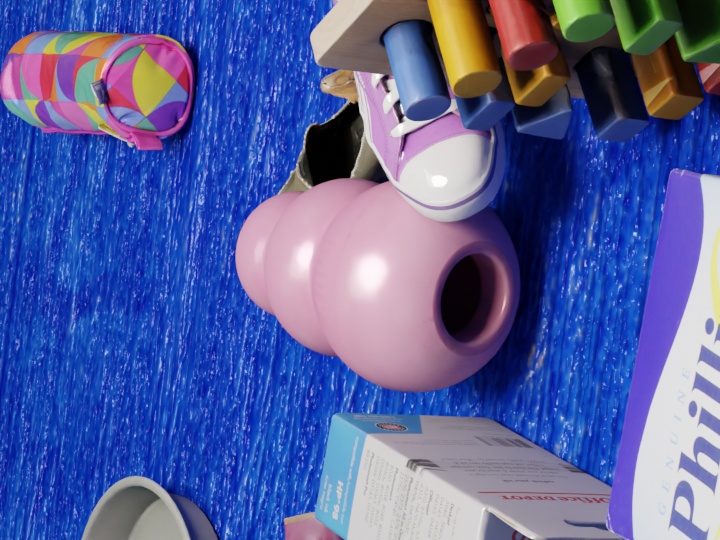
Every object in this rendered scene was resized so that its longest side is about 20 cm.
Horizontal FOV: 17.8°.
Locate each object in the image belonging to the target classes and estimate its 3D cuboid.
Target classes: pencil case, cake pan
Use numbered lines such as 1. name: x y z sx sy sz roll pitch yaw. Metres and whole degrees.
1. pencil case: -0.202 -0.140 1.752 0.200 0.088 0.089 14 98 59
2. cake pan: -0.150 0.249 1.662 0.200 0.037 0.202 -11 77 57

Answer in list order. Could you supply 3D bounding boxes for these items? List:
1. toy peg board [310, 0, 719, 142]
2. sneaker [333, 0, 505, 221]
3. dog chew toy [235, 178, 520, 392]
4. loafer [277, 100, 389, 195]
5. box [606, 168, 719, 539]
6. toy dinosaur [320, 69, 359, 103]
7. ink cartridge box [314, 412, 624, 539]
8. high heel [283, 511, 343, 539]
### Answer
1. toy peg board: 0.114 -0.119 1.150 0.199 0.199 0.098 -43 52 46
2. sneaker: 0.015 -0.126 1.278 0.072 0.114 0.201 -26 59 9
3. dog chew toy: 0.000 0.000 1.367 0.199 0.124 0.125 14 98 48
4. loafer: -0.017 -0.066 1.465 0.200 0.069 0.075 -50 47 42
5. box: 0.221 0.063 1.047 0.200 0.104 0.185 21 103 57
6. toy dinosaur: 0.043 -0.183 1.405 0.201 0.060 0.106 -58 34 -1
7. ink cartridge box: 0.075 0.140 1.254 0.200 0.115 0.067 28 109 55
8. high heel: -0.084 0.224 1.502 0.199 0.067 0.097 -24 56 37
